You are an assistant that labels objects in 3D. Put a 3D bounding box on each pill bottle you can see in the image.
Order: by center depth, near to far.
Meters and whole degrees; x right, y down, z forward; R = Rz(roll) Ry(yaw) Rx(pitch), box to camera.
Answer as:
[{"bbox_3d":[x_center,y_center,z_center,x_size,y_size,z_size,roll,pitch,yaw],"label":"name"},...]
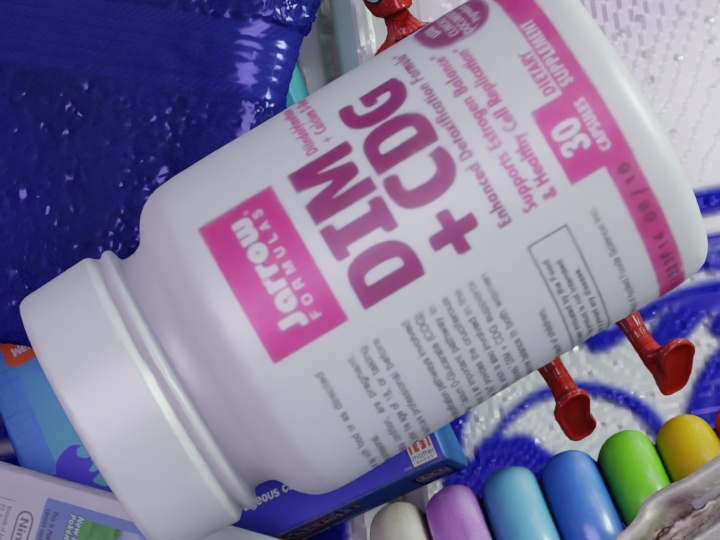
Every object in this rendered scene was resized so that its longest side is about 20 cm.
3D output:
[{"bbox_3d":[0.000,0.000,0.760,0.199,0.113,0.114,-31,76,-1],"label":"pill bottle"}]

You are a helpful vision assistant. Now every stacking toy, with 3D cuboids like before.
[{"bbox_3d":[0.107,0.087,0.827,0.199,0.085,0.086,-23,78,4],"label":"stacking toy"}]

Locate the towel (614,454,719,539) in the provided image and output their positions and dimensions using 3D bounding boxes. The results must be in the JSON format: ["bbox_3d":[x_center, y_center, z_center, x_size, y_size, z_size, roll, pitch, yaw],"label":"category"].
[{"bbox_3d":[0.157,0.108,0.794,0.199,0.133,0.035,-35,31,4],"label":"towel"}]

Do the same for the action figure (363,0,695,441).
[{"bbox_3d":[0.048,-0.037,0.854,0.065,0.052,0.201,-28,60,-5],"label":"action figure"}]

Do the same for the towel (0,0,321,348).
[{"bbox_3d":[-0.087,-0.066,0.864,0.147,0.050,0.202,9,83,22],"label":"towel"}]

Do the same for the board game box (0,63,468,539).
[{"bbox_3d":[-0.068,0.012,0.891,0.151,0.045,0.201,-26,76,9],"label":"board game box"}]

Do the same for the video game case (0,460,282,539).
[{"bbox_3d":[-0.122,0.173,0.830,0.181,0.022,0.202,14,83,15],"label":"video game case"}]
